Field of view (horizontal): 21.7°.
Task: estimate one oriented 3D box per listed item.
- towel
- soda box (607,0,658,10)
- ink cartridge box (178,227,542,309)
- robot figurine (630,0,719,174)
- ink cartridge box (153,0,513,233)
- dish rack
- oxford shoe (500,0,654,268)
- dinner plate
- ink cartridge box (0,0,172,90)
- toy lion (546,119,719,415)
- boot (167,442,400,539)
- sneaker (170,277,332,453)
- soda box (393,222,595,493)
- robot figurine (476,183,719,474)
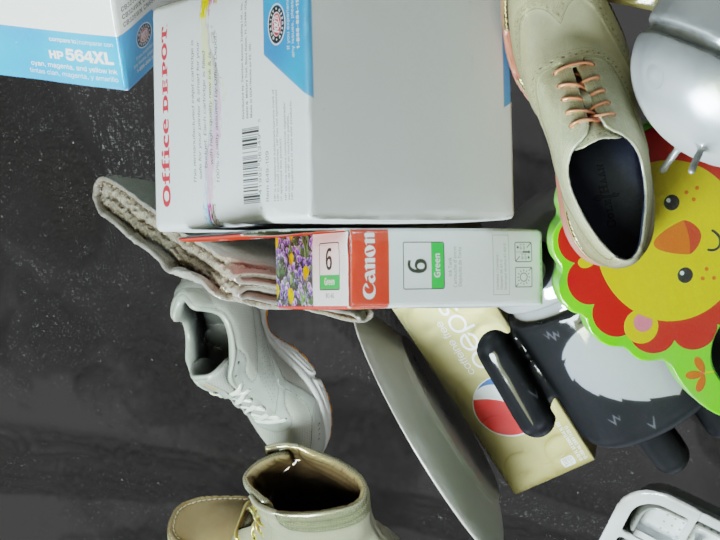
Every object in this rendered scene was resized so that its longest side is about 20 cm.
[{"bbox_3d":[-0.086,-0.015,1.282,0.200,0.132,0.035,34,108,51],"label":"towel"},{"bbox_3d":[0.093,-0.215,1.125,0.199,0.064,0.068,14,123,11],"label":"soda box"},{"bbox_3d":[0.000,0.000,1.150,0.109,0.199,0.051,178,90,-64],"label":"ink cartridge box"},{"bbox_3d":[0.226,-0.142,1.053,0.113,0.170,0.201,30,91,8],"label":"robot figurine"},{"bbox_3d":[-0.022,-0.099,1.153,0.200,0.145,0.148,-1,90,58],"label":"ink cartridge box"},{"bbox_3d":[0.265,0.243,1.380,0.199,0.044,0.172,27,129,9],"label":"dish rack"},{"bbox_3d":[0.132,-0.098,1.076,0.070,0.074,0.201,-19,97,0],"label":"oxford shoe"},{"bbox_3d":[0.054,0.108,1.316,0.024,0.200,0.201,-32,106,6],"label":"dinner plate"},{"bbox_3d":[-0.190,-0.241,1.229,0.124,0.129,0.201,10,126,21],"label":"ink cartridge box"},{"bbox_3d":[0.215,0.001,1.148,0.190,0.069,0.201,-18,97,-1],"label":"toy lion"},{"bbox_3d":[-0.073,0.188,1.462,0.199,0.072,0.155,6,152,17],"label":"boot"},{"bbox_3d":[-0.091,0.079,1.421,0.075,0.092,0.201,-12,116,32],"label":"sneaker"},{"bbox_3d":[0.088,0.051,1.309,0.067,0.064,0.201,-26,109,23],"label":"soda box"},{"bbox_3d":[0.169,0.035,1.232,0.124,0.150,0.201,-18,112,48],"label":"robot figurine"}]
